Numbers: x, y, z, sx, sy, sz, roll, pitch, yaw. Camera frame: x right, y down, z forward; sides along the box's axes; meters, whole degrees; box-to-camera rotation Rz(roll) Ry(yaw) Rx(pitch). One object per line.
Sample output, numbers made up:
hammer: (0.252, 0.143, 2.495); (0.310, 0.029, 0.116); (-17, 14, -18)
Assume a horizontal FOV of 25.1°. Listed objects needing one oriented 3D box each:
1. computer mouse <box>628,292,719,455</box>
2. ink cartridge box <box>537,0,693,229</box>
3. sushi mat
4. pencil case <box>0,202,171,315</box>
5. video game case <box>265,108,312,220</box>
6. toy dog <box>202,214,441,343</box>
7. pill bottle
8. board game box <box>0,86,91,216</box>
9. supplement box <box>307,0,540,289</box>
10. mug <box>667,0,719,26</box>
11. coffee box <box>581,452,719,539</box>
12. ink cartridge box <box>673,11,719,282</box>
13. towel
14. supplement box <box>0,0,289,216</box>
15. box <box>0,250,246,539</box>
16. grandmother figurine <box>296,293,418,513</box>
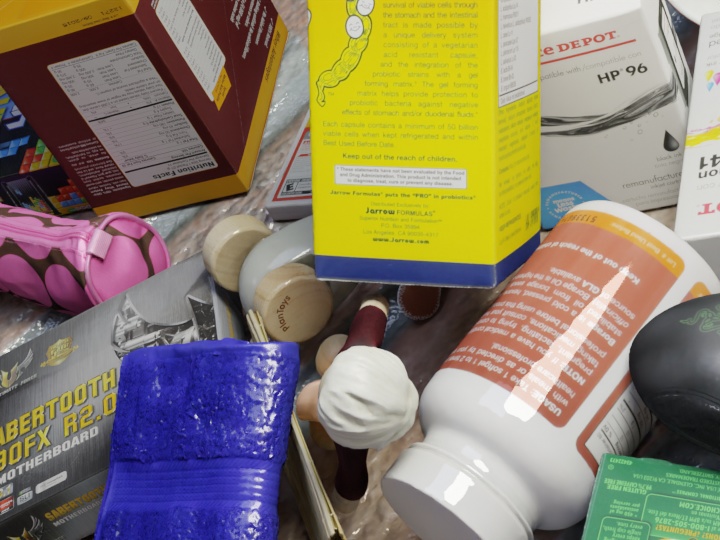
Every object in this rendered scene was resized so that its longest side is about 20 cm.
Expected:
computer mouse: (0.230, 0.061, 0.795); (0.199, 0.053, 0.139); (24, 53, 18)
ink cartridge box: (0.135, -0.125, 0.993); (0.115, 0.200, 0.068); (-12, 43, 22)
sushi mat: (-0.035, 0.116, 0.935); (0.012, 0.096, 0.200); (-13, 38, -10)
pencil case: (-0.236, -0.014, 1.194); (0.199, 0.094, 0.091); (8, 53, 36)
video game case: (0.023, -0.119, 1.199); (0.142, 0.017, 0.201); (-3, 48, 30)
toy dog: (0.000, 0.000, 1.057); (0.199, 0.097, 0.132); (-11, 39, 0)
pill bottle: (0.104, 0.067, 0.885); (0.112, 0.112, 0.200); (21, 61, 43)
board game box: (-0.281, -0.124, 1.365); (0.164, 0.057, 0.201); (-11, 44, 21)
supplement box: (0.038, -0.100, 0.910); (0.109, 0.201, 0.109); (3, 12, 20)
mug: (0.282, -0.237, 1.076); (0.133, 0.178, 0.200); (-25, 18, 32)
coffee box: (0.153, 0.186, 0.766); (0.122, 0.044, 0.201); (6, 51, 18)
ink cartridge box: (0.269, -0.071, 0.945); (0.147, 0.086, 0.201); (-7, 44, 26)
towel: (-0.103, 0.138, 0.911); (0.147, 0.049, 0.201); (-12, 67, 46)
supplement box: (-0.168, -0.182, 1.239); (0.132, 0.200, 0.198); (-11, 44, 22)
box: (-0.167, 0.091, 1.067); (0.199, 0.048, 0.159); (-26, 40, 12)
grandmother figurine: (-0.004, 0.073, 0.894); (0.060, 0.200, 0.122); (-3, 84, -3)
